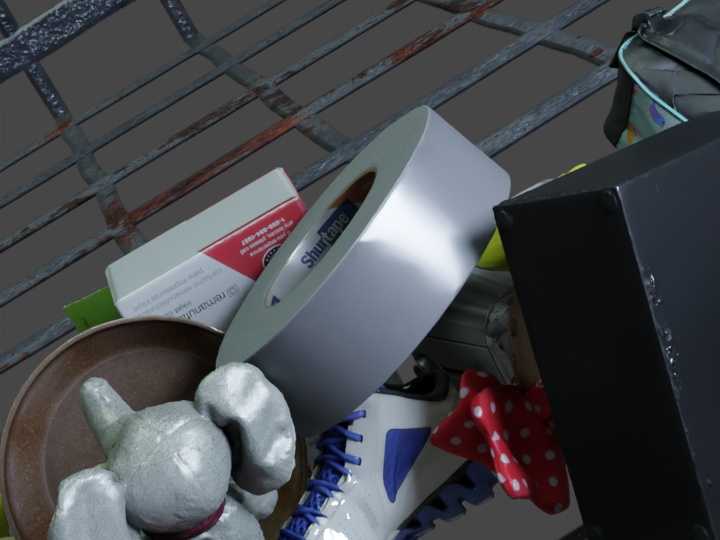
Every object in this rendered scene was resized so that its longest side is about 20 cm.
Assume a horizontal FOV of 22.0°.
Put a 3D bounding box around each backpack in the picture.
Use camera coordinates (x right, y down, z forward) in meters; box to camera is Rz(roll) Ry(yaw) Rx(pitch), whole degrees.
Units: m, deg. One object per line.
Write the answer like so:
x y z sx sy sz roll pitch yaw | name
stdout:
0.275 -0.089 1.192 0.175 0.154 0.200 -36 56 -25 | backpack

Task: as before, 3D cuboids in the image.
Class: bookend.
0.194 0.024 1.037 0.199 0.200 0.092 -25 11 -40 | bookend

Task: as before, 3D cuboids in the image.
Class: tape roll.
0.000 0.000 1.098 0.200 0.066 0.200 -49 12 14 | tape roll

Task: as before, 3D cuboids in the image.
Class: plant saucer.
-0.134 0.127 1.209 0.200 0.201 0.037 -30 8 -1 | plant saucer

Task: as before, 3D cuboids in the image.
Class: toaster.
0.131 0.018 1.225 0.200 0.114 0.129 -36 23 -18 | toaster

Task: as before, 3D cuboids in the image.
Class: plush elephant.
-0.115 0.130 1.052 0.164 0.156 0.200 -28 34 -29 | plush elephant

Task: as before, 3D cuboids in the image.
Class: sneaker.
-0.007 0.126 1.141 0.199 0.116 0.080 -37 19 -18 | sneaker

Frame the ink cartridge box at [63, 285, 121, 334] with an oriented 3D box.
-0.117 0.060 1.426 0.199 0.148 0.076 -25 20 15 | ink cartridge box

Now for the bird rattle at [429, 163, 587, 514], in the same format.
0.133 0.042 1.087 0.162 0.201 0.113 5 -14 -18 | bird rattle

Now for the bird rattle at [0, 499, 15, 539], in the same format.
-0.256 0.234 1.297 0.199 0.113 0.163 11 57 48 | bird rattle

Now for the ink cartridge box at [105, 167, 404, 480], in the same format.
-0.063 0.056 1.278 0.144 0.201 0.084 -30 22 -1 | ink cartridge box
